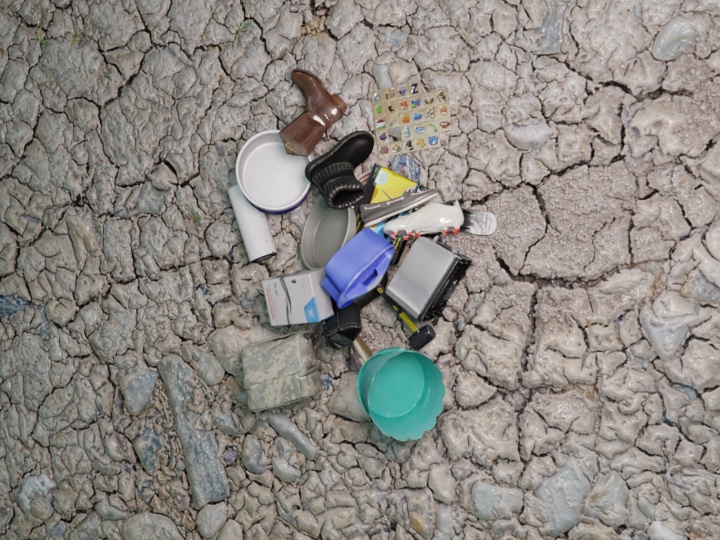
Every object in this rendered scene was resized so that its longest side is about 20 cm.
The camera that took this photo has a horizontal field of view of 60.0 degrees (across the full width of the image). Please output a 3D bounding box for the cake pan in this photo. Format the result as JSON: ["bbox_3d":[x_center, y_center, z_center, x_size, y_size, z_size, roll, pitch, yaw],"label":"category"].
[{"bbox_3d":[-0.078,-0.094,1.564,0.198,0.036,0.206,-25,56,43],"label":"cake pan"}]

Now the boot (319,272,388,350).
[{"bbox_3d":[-0.013,0.095,1.532,0.195,0.164,0.074,-30,119,20],"label":"boot"}]

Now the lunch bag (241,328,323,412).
[{"bbox_3d":[-0.203,0.254,1.610,0.194,0.139,0.173,-15,88,16],"label":"lunch bag"}]

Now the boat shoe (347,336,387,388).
[{"bbox_3d":[-0.002,0.227,1.584,0.064,0.072,0.202,-35,87,10],"label":"boat shoe"}]

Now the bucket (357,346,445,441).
[{"bbox_3d":[0.092,0.283,1.487,0.200,0.135,0.215,-1,93,-13],"label":"bucket"}]

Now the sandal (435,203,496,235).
[{"bbox_3d":[0.232,-0.123,1.513,0.194,0.045,0.078,5,94,17],"label":"sandal"}]

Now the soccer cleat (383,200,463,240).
[{"bbox_3d":[0.146,-0.120,1.471,0.193,0.069,0.080,-6,79,-7],"label":"soccer cleat"}]

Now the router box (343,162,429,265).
[{"bbox_3d":[0.064,-0.139,1.537,0.146,0.051,0.205,26,101,14],"label":"router box"}]

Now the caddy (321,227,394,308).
[{"bbox_3d":[0.000,0.000,1.450,0.105,0.142,0.199,41,62,12],"label":"caddy"}]

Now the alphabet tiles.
[{"bbox_3d":[0.128,-0.383,1.559,0.194,0.008,0.173,-7,89,17],"label":"alphabet tiles"}]

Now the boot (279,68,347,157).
[{"bbox_3d":[-0.155,-0.395,1.569,0.184,0.065,0.201,35,70,11],"label":"boot"}]

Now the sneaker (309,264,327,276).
[{"bbox_3d":[-0.116,0.046,1.581,0.104,0.199,0.060,-42,124,-9],"label":"sneaker"}]

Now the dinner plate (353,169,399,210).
[{"bbox_3d":[0.051,-0.153,1.580,0.194,0.024,0.207,0,92,18],"label":"dinner plate"}]

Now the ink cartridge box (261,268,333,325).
[{"bbox_3d":[-0.170,0.069,1.536,0.195,0.067,0.120,-8,97,34],"label":"ink cartridge box"}]

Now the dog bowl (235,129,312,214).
[{"bbox_3d":[-0.218,-0.249,1.596,0.193,0.079,0.207,1,85,-6],"label":"dog bowl"}]

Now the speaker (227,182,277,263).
[{"bbox_3d":[-0.287,-0.129,1.656,0.079,0.081,0.206,-20,86,16],"label":"speaker"}]

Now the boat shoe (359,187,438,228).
[{"bbox_3d":[0.085,-0.161,1.467,0.196,0.067,0.058,-22,90,20],"label":"boat shoe"}]

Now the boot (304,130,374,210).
[{"bbox_3d":[-0.022,-0.242,1.515,0.209,0.080,0.158,-37,45,-9],"label":"boot"}]

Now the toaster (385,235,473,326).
[{"bbox_3d":[0.163,0.024,1.472,0.117,0.180,0.203,35,101,18],"label":"toaster"}]

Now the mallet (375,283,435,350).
[{"bbox_3d":[0.110,0.103,1.524,0.065,0.041,0.202,-28,107,21],"label":"mallet"}]
